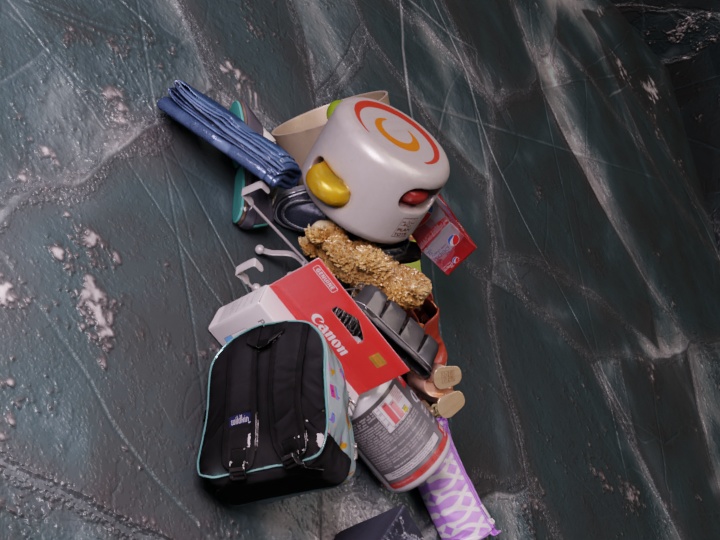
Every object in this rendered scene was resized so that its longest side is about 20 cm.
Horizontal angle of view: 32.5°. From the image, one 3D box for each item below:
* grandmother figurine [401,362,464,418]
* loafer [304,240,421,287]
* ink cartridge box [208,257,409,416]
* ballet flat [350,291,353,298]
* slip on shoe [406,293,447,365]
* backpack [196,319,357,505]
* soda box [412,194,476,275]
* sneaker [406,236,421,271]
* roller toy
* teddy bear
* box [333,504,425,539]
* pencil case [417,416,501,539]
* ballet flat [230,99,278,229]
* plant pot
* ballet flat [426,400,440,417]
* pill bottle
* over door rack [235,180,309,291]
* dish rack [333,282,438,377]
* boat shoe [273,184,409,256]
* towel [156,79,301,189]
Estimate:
[{"bbox_3d":[0.079,0.149,1.767,0.060,0.200,0.123,-2,94,-24],"label":"grandmother figurine"},{"bbox_3d":[0.008,-0.001,1.833,0.198,0.073,0.073,-10,79,-29],"label":"loafer"},{"bbox_3d":[-0.065,0.101,1.558,0.201,0.175,0.045,51,33,-20],"label":"ink cartridge box"},{"bbox_3d":[0.018,0.032,1.887,0.201,0.075,0.065,-68,155,-49],"label":"ballet flat"},{"bbox_3d":[0.090,0.076,1.836,0.074,0.061,0.201,-54,132,-38],"label":"slip on shoe"},{"bbox_3d":[-0.094,0.168,1.463,0.153,0.174,0.202,49,30,-54],"label":"backpack"},{"bbox_3d":[0.105,-0.080,1.897,0.070,0.063,0.201,40,13,-32],"label":"soda box"},{"bbox_3d":[0.077,-0.067,2.023,0.078,0.090,0.202,21,50,-52],"label":"sneaker"},{"bbox_3d":[0.017,-0.131,1.689,0.181,0.140,0.201,27,28,-13],"label":"roller toy"},{"bbox_3d":[0.000,0.000,1.705,0.199,0.145,0.067,38,62,-18],"label":"teddy bear"},{"bbox_3d":[0.029,0.432,1.503,0.201,0.117,0.197,58,29,-7],"label":"box"},{"bbox_3d":[0.126,0.310,1.796,0.202,0.085,0.084,63,27,2],"label":"pencil case"},{"bbox_3d":[-0.148,-0.146,1.736,0.073,0.073,0.202,27,49,-47],"label":"ballet flat"},{"bbox_3d":[-0.016,-0.144,1.871,0.187,0.185,0.202,-46,121,-60],"label":"plant pot"},{"bbox_3d":[0.079,0.156,1.884,0.067,0.046,0.202,-14,79,-60],"label":"ballet flat"},{"bbox_3d":[0.023,0.195,1.686,0.201,0.115,0.116,51,31,-16],"label":"pill bottle"},{"bbox_3d":[-0.124,0.002,1.641,0.201,0.066,0.149,63,21,-48],"label":"over door rack"},{"bbox_3d":[0.010,0.082,1.710,0.153,0.199,0.055,44,66,-21],"label":"dish rack"},{"bbox_3d":[-0.026,-0.070,1.771,0.197,0.072,0.091,5,26,-12],"label":"boat shoe"},{"bbox_3d":[-0.169,-0.180,1.648,0.199,0.049,0.112,34,6,9],"label":"towel"}]
